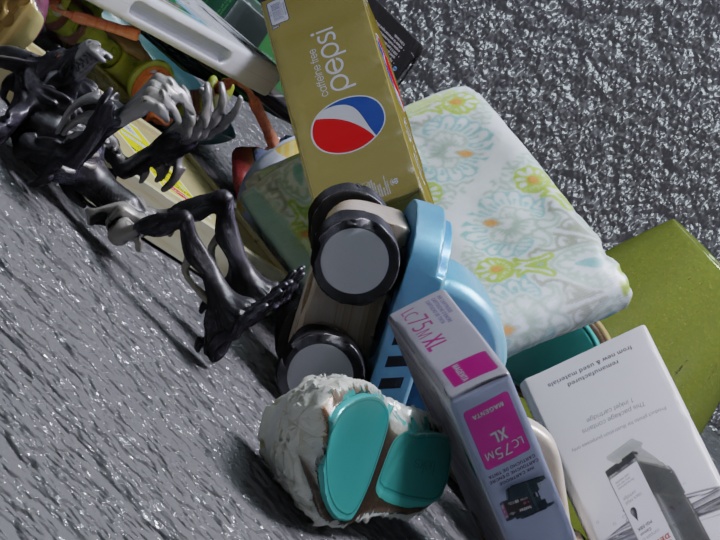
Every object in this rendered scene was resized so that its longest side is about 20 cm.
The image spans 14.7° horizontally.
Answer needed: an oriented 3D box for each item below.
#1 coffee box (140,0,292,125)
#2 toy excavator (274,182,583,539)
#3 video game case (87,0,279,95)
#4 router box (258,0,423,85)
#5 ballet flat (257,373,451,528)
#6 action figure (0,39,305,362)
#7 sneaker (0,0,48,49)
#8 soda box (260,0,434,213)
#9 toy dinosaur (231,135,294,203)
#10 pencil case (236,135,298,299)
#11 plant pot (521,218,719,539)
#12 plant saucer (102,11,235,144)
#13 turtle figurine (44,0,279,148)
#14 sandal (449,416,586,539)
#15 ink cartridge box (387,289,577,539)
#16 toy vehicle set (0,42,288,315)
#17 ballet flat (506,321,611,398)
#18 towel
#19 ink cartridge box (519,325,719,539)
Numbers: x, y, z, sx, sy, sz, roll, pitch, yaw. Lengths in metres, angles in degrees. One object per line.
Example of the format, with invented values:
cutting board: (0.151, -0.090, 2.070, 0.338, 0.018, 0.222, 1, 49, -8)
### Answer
coffee box: (-0.098, -0.158, 1.850, 0.123, 0.044, 0.200, 41, -6, -37)
toy excavator: (0.049, 0.068, 1.511, 0.199, 0.196, 0.100, 16, 10, -5)
video game case: (-0.161, -0.187, 1.681, 0.182, 0.024, 0.200, 25, 12, -48)
router box: (-0.069, -0.201, 1.873, 0.200, 0.062, 0.150, 42, -6, -34)
ballet flat: (-0.013, 0.086, 1.322, 0.072, 0.072, 0.200, 48, 5, 20)
action figure: (-0.107, -0.057, 1.389, 0.200, 0.102, 0.119, 47, 18, 2)
sneaker: (-0.215, -0.175, 1.496, 0.200, 0.075, 0.090, 45, 9, 33)
soda box: (-0.004, -0.082, 1.631, 0.068, 0.064, 0.201, 65, 8, -46)
toy dinosaur: (-0.057, -0.051, 1.911, 0.199, 0.106, 0.181, 3, -8, 38)
pencil case: (0.000, 0.000, 1.724, 0.083, 0.091, 0.200, 12, 28, -44)
plant pot: (0.185, 0.067, 1.973, 0.187, 0.200, 0.187, 45, 7, -7)
plant saucer: (-0.165, -0.153, 1.907, 0.200, 0.027, 0.200, 44, 7, -7)
turtle figurine: (-0.150, -0.131, 1.713, 0.199, 0.065, 0.161, 27, 10, -43)
sandal: (0.077, 0.102, 1.722, 0.080, 0.057, 0.201, 38, 9, -49)
ink cartridge box: (0.078, 0.119, 1.426, 0.119, 0.042, 0.201, -125, -167, -65)
toy vehicle set: (-0.123, -0.054, 1.570, 0.124, 0.027, 0.200, 50, 8, 33)
ballet flat: (0.096, 0.042, 1.728, 0.199, 0.069, 0.063, 22, -7, 44)
towel: (0.039, -0.017, 1.648, 0.200, 0.170, 0.048, 55, -18, 40)
ink cartridge box: (0.176, 0.155, 1.596, 0.147, 0.082, 0.201, 61, 5, -64)
